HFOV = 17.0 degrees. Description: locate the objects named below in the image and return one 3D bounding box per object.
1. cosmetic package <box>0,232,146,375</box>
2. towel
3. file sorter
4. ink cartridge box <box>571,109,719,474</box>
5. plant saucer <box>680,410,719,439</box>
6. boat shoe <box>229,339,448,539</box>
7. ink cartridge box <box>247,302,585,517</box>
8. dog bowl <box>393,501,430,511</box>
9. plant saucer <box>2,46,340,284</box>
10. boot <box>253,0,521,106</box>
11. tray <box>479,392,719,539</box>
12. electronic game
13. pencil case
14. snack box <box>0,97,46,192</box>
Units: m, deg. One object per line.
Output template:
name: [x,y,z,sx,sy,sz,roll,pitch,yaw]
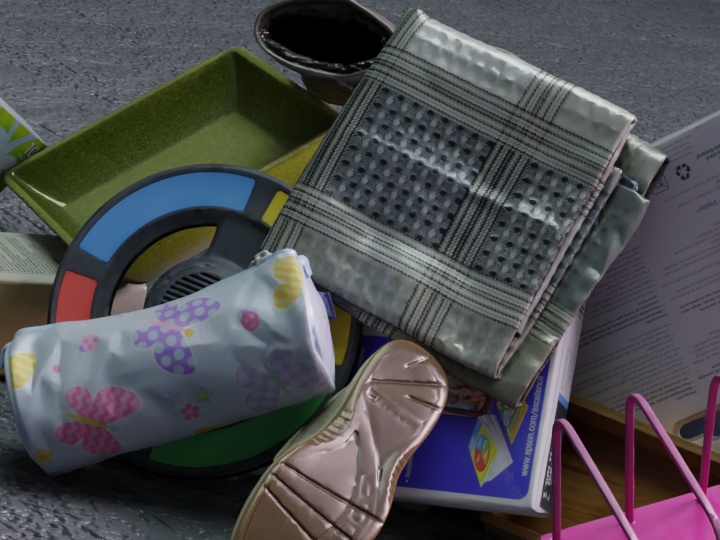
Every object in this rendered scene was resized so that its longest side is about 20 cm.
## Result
cosmetic package: [-0.255,0.021,1.603,0.199,0.071,0.105,4,18,-29]
towel: [0.064,-0.042,1.470,0.199,0.193,0.035,30,-12,14]
file sorter: [0.216,0.134,1.328,0.199,0.126,0.139,-14,42,-12]
ink cartridge box: [0.200,0.023,1.508,0.196,0.201,0.043,-25,-7,35]
plant saucer: [0.225,0.076,1.548,0.200,0.201,0.050,27,11,40]
boat shoe: [-0.019,0.123,1.400,0.072,0.065,0.200,41,51,-5]
ink cartridge box: [0.038,0.047,1.507,0.199,0.199,0.043,5,-16,22]
dog bowl: [0.067,0.103,1.602,0.199,0.059,0.200,12,16,-3]
plant saucer: [-0.123,-0.065,1.651,0.199,0.048,0.200,-30,30,-13]
boot: [0.026,-0.144,1.634,0.181,0.073,0.200,2,-9,3]
tray: [0.183,0.153,1.461,0.199,0.099,0.037,21,-20,28]
electronic game: [-0.097,0.031,1.499,0.199,0.201,0.042,16,-12,9]
pencil case: [-0.112,0.055,1.431,0.199,0.091,0.083,-18,17,4]
snack box: [-0.312,-0.083,1.638,0.053,0.142,0.200,43,-2,22]
